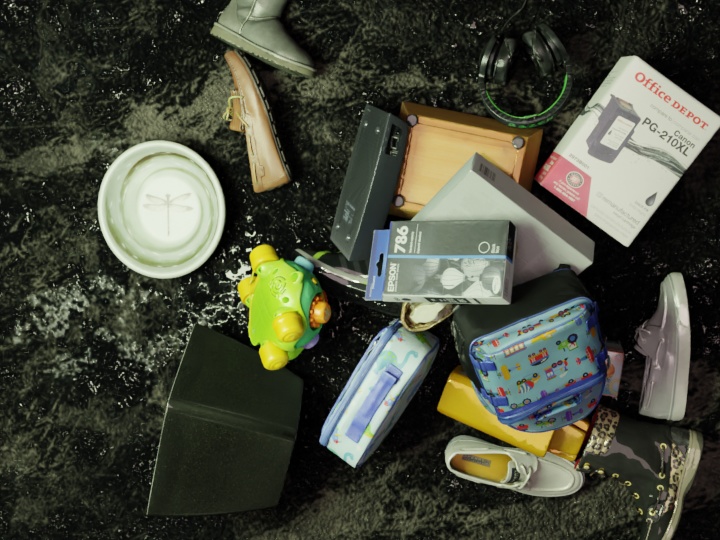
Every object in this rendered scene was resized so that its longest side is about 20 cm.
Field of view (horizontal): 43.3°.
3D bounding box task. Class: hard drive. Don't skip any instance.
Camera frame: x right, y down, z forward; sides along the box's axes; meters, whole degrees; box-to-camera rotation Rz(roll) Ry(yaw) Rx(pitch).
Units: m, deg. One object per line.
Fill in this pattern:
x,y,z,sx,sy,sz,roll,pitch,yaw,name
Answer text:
0.011,-0.120,1.241,0.042,0.135,0.201,12,102,-18,hard drive

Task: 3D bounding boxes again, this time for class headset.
0.211,-0.291,1.195,0.123,0.094,0.202,-9,78,11,headset

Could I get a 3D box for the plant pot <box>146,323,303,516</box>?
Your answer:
-0.181,0.223,1.274,0.176,0.200,0.201,13,117,-5,plant pot

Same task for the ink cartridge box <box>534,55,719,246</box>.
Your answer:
0.346,-0.157,1.183,0.144,0.084,0.201,35,102,-2,ink cartridge box

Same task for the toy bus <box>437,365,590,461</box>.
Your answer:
0.213,0.200,1.257,0.199,0.078,0.065,23,101,13,toy bus

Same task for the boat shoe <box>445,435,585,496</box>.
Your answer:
0.216,0.281,1.273,0.199,0.070,0.071,13,100,7,boat shoe

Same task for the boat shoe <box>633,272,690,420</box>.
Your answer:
0.404,0.102,1.222,0.068,0.072,0.202,1,106,11,boat shoe

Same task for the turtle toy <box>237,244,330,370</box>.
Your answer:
-0.103,0.060,1.264,0.100,0.200,0.146,-8,59,-26,turtle toy

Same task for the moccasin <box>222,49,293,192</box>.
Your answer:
-0.159,-0.212,1.295,0.077,0.074,0.203,-16,103,5,moccasin

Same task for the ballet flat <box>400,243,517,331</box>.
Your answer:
0.123,0.023,1.168,0.070,0.065,0.200,41,128,-6,ballet flat

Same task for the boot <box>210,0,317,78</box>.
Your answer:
-0.105,-0.391,1.268,0.181,0.073,0.201,28,94,5,boot

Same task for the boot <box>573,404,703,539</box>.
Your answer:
0.367,0.291,1.243,0.150,0.073,0.201,20,100,9,boot

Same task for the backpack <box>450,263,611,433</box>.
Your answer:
0.221,0.121,1.129,0.181,0.135,0.201,-20,119,0,backpack

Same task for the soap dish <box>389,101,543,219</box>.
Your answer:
0.135,-0.134,1.235,0.199,0.081,0.158,13,99,9,soap dish

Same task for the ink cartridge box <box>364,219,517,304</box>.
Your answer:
0.092,-0.011,1.127,0.199,0.039,0.100,-1,75,28,ink cartridge box

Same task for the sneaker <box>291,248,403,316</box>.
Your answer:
0.000,0.000,1.299,0.199,0.072,0.083,21,66,13,sneaker

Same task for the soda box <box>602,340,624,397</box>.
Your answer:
0.256,0.120,1.248,0.199,0.068,0.064,9,101,10,soda box

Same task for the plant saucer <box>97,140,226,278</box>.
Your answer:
-0.287,-0.090,1.342,0.199,0.050,0.202,1,96,12,plant saucer

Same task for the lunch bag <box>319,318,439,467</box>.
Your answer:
0.028,0.165,1.251,0.082,0.161,0.201,32,103,9,lunch bag

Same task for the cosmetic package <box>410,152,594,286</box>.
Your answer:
0.178,-0.037,1.177,0.200,0.052,0.151,36,128,-11,cosmetic package
